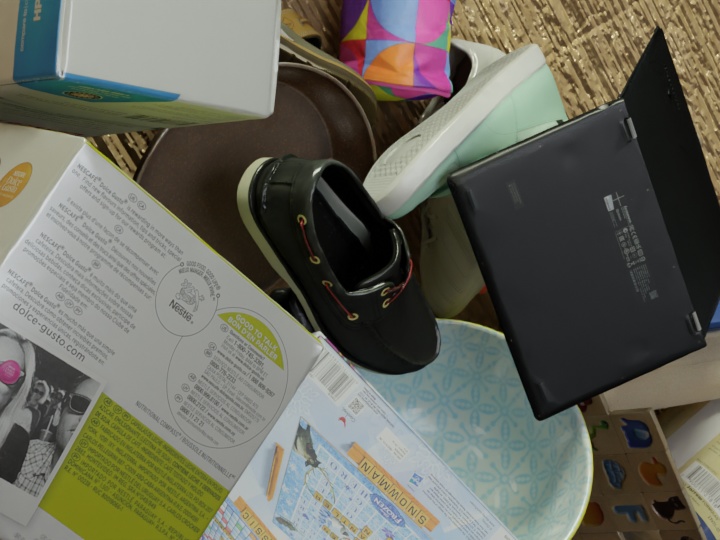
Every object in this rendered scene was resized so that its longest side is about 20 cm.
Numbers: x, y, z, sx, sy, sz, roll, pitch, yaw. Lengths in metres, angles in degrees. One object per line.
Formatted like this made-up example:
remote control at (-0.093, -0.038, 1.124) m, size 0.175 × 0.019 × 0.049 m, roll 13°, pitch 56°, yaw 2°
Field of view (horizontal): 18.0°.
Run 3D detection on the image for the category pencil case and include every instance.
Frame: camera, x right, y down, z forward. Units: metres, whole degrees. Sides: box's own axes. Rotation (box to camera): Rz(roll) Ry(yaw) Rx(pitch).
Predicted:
pencil case at (0.034, -0.214, 1.554) m, size 0.088 × 0.088 × 0.200 m, roll 10°, pitch 88°, yaw -39°

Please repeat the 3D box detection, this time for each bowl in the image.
bowl at (0.049, 0.144, 1.551) m, size 0.200 × 0.108 × 0.200 m, roll 4°, pitch 63°, yaw -9°

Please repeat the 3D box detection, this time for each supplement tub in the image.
supplement tub at (0.266, 0.170, 1.718) m, size 0.200 × 0.144 × 0.145 m, roll -35°, pitch 113°, yaw -32°

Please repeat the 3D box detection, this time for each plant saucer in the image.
plant saucer at (-0.077, -0.044, 1.472) m, size 0.200 × 0.034 × 0.201 m, roll -21°, pitch 125°, yaw -33°

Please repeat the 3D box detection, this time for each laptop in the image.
laptop at (0.164, -0.034, 1.545) m, size 0.200 × 0.116 × 0.188 m, roll -24°, pitch 111°, yaw -7°

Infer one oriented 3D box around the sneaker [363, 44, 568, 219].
sneaker at (0.089, -0.060, 1.524) m, size 0.200 × 0.074 × 0.118 m, roll -40°, pitch 104°, yaw -40°

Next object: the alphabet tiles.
alphabet tiles at (0.159, 0.159, 1.620) m, size 0.008 × 0.167 × 0.200 m, roll -46°, pitch 119°, yaw -44°

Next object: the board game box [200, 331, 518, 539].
board game box at (-0.029, 0.178, 1.415) m, size 0.200 × 0.041 × 0.200 m, roll -45°, pitch 98°, yaw -15°

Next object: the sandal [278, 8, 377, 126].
sandal at (-0.064, -0.147, 1.492) m, size 0.200 × 0.080 × 0.054 m, roll 31°, pitch 49°, yaw -30°

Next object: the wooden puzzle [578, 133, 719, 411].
wooden puzzle at (0.208, -0.001, 1.646) m, size 0.185 × 0.046 × 0.200 m, roll -6°, pitch 82°, yaw -36°

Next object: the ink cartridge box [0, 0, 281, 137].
ink cartridge box at (-0.164, -0.131, 1.322) m, size 0.146 × 0.200 × 0.086 m, roll 8°, pitch 86°, yaw -39°

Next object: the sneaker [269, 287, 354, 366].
sneaker at (-0.093, 0.082, 1.460) m, size 0.200 × 0.066 × 0.091 m, roll -41°, pitch 131°, yaw -22°

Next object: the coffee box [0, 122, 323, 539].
coffee box at (-0.183, 0.051, 1.275) m, size 0.200 × 0.200 × 0.198 m, roll 41°, pitch 75°, yaw -32°

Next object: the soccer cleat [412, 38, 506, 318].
soccer cleat at (0.064, -0.066, 1.599) m, size 0.077 × 0.069 × 0.200 m, roll 23°, pitch 71°, yaw -32°

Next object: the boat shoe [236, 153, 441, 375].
boat shoe at (-0.001, 0.002, 1.455) m, size 0.201 × 0.063 × 0.074 m, roll 52°, pitch 53°, yaw -38°
